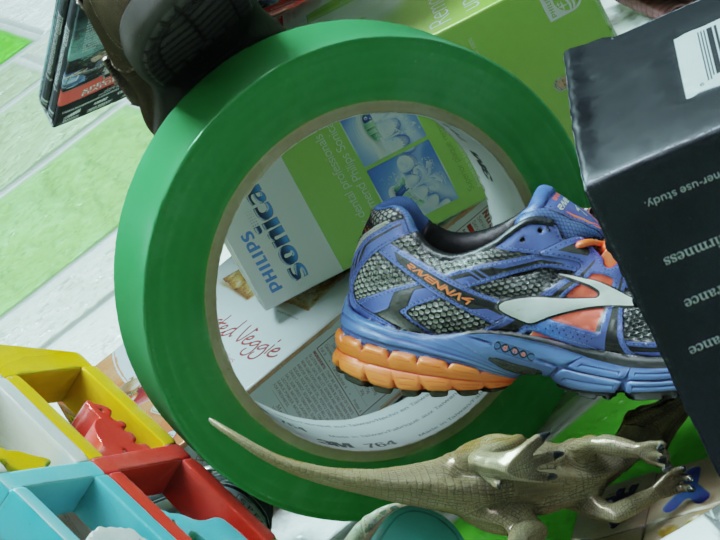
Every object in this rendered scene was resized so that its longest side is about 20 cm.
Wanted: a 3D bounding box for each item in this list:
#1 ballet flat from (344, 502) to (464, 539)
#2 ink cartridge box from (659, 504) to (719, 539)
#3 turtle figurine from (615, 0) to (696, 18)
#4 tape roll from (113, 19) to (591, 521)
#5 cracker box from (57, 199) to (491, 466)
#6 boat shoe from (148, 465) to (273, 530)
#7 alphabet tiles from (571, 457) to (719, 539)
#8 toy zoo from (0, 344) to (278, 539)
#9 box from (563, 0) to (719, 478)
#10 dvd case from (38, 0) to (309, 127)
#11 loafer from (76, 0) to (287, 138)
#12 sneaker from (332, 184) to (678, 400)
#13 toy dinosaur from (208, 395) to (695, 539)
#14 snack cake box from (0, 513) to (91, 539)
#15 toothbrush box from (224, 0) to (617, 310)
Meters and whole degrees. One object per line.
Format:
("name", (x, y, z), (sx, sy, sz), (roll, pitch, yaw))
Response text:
("ballet flat", (-0.017, 0.167, 0.952), (0.200, 0.067, 0.062), (-50, -1, -41))
("ink cartridge box", (0.152, 0.125, 0.710), (0.199, 0.147, 0.083), (-31, 25, 3))
("turtle figurine", (0.115, -0.225, 1.418), (0.199, 0.145, 0.194), (19, 16, 7))
("tape roll", (0.000, 0.000, 1.076), (0.200, 0.201, 0.048), (-36, 22, -10))
("cracker box", (-0.031, 0.032, 1.235), (0.200, 0.058, 0.134), (-39, 24, -18))
("boat shoe", (-0.121, 0.139, 1.138), (0.199, 0.073, 0.071), (-19, 10, 18))
("alphabet tiles", (0.097, 0.125, 0.955), (0.199, 0.008, 0.168), (-19, 27, 27))
("toy zoo", (-0.104, 0.085, 1.021), (0.021, 0.200, 0.131), (-56, -22, 18))
("box", (0.171, 0.004, 0.849), (0.147, 0.201, 0.105), (-21, 25, 12))
("dvd case", (-0.076, -0.128, 1.214), (0.145, 0.022, 0.200), (-25, -7, -14))
("loafer", (-0.076, -0.107, 1.087), (0.073, 0.071, 0.200), (-37, -11, -8))
("sneaker", (0.085, 0.007, 1.009), (0.198, 0.079, 0.075), (0, 7, 10))
("toy dinosaur", (0.051, 0.080, 0.981), (0.198, 0.059, 0.101), (-4, 8, -22))
("snack cake box", (-0.203, 0.148, 1.084), (0.200, 0.115, 0.067), (-42, -23, 10))
("toothbrush box", (0.020, -0.084, 1.224), (0.199, 0.086, 0.146), (-28, 21, 7))
